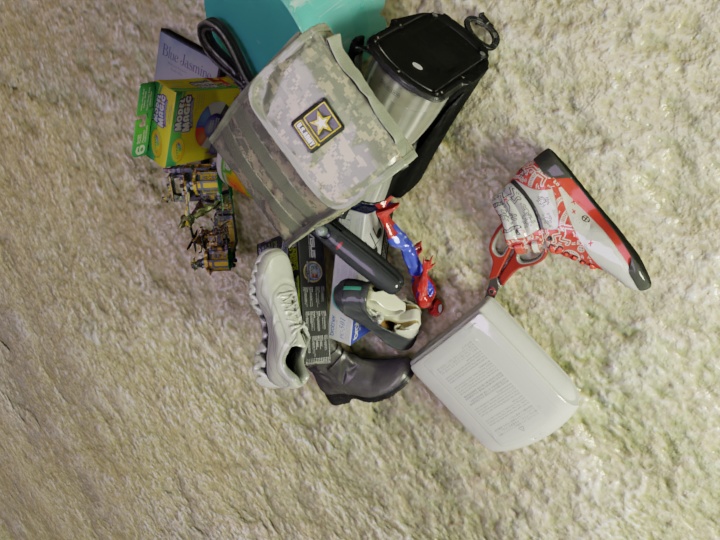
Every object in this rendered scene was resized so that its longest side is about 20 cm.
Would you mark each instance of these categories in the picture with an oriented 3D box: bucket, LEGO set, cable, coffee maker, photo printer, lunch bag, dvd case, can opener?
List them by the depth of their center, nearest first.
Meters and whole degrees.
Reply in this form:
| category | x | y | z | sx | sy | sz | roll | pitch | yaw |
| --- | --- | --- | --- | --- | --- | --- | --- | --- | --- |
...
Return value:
| category | x | y | z | sx | sy | sz | roll | pitch | yaw |
| --- | --- | --- | --- | --- | --- | --- | --- | --- | --- |
| lunch bag | -0.051 | -0.141 | 0.608 | 0.164 | 0.118 | 0.200 | 54 | 141 | -6 |
| coffee maker | 0.066 | -0.194 | 0.695 | 0.135 | 0.191 | 0.200 | 63 | 150 | 20 |
| bucket | -0.085 | -0.315 | 0.698 | 0.207 | 0.135 | 0.208 | 31 | 150 | 21 |
| cable | -0.142 | -0.216 | 0.712 | 0.097 | 0.050 | 0.201 | 12 | 141 | 38 |
| can opener | -0.022 | -0.040 | 0.738 | 0.200 | 0.063 | 0.079 | 45 | 118 | 6 |
| photo printer | 0.191 | 0.156 | 0.791 | 0.200 | 0.069 | 0.166 | 46 | 125 | 3 |
| LEGO set | -0.276 | -0.092 | 0.933 | 0.115 | 0.154 | 0.201 | -3 | 123 | -3 |
| dvd case | -0.301 | -0.287 | 0.960 | 0.142 | 0.018 | 0.201 | 32 | 122 | 18 |

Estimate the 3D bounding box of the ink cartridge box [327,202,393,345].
| category | x | y | z | sx | sy | sz | roll | pitch | yaw |
| --- | --- | --- | --- | --- | --- | --- | --- | --- | --- |
| ink cartridge box | 0.000 | 0.000 | 0.832 | 0.044 | 0.094 | 0.201 | 17 | 112 | 25 |

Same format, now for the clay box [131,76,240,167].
| category | x | y | z | sx | sy | sz | roll | pitch | yaw |
| --- | --- | --- | --- | --- | --- | --- | --- | --- | --- |
| clay box | -0.243 | -0.224 | 0.837 | 0.047 | 0.200 | 0.115 | 31 | 122 | 17 |

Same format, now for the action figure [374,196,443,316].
| category | x | y | z | sx | sy | sz | roll | pitch | yaw |
| --- | --- | --- | --- | --- | --- | --- | --- | --- | --- |
| action figure | 0.076 | -0.013 | 0.795 | 0.051 | 0.066 | 0.201 | -23 | 118 | 3 |

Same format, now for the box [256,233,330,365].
| category | x | y | z | sx | sy | sz | roll | pitch | yaw |
| --- | --- | --- | --- | --- | --- | --- | --- | --- | --- |
| box | -0.109 | 0.045 | 0.882 | 0.160 | 0.044 | 0.201 | -12 | 80 | 56 |

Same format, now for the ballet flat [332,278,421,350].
| category | x | y | z | sx | sy | sz | roll | pitch | yaw |
| --- | --- | --- | --- | --- | --- | --- | --- | --- | --- |
| ballet flat | 0.043 | 0.064 | 0.793 | 0.073 | 0.200 | 0.073 | -20 | 54 | 31 |

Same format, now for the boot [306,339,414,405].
| category | x | y | z | sx | sy | sz | roll | pitch | yaw |
| --- | --- | --- | --- | --- | --- | --- | --- | --- | --- |
| boot | -0.019 | 0.147 | 0.904 | 0.199 | 0.070 | 0.132 | -24 | 112 | 34 |

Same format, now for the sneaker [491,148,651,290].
| category | x | y | z | sx | sy | sz | roll | pitch | yaw |
| --- | --- | --- | --- | --- | --- | --- | --- | --- | --- |
| sneaker | 0.248 | -0.038 | 0.682 | 0.108 | 0.067 | 0.202 | -40 | 80 | 27 |

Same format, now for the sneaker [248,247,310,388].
| category | x | y | z | sx | sy | sz | roll | pitch | yaw |
| --- | --- | --- | --- | --- | --- | --- | --- | --- | --- |
| sneaker | -0.105 | 0.068 | 0.783 | 0.081 | 0.075 | 0.201 | 2 | 97 | 45 |

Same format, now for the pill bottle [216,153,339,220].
| category | x | y | z | sx | sy | sz | roll | pitch | yaw |
| --- | --- | --- | --- | --- | --- | --- | --- | --- | --- |
| pill bottle | -0.106 | -0.139 | 0.840 | 0.199 | 0.111 | 0.112 | 30 | 121 | 19 |

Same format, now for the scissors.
| category | x | y | z | sx | sy | sz | roll | pitch | yaw |
| --- | --- | --- | --- | --- | --- | --- | --- | --- | --- |
| scissors | 0.184 | 0.014 | 0.783 | 0.073 | 0.014 | 0.200 | 38 | 125 | 11 |
